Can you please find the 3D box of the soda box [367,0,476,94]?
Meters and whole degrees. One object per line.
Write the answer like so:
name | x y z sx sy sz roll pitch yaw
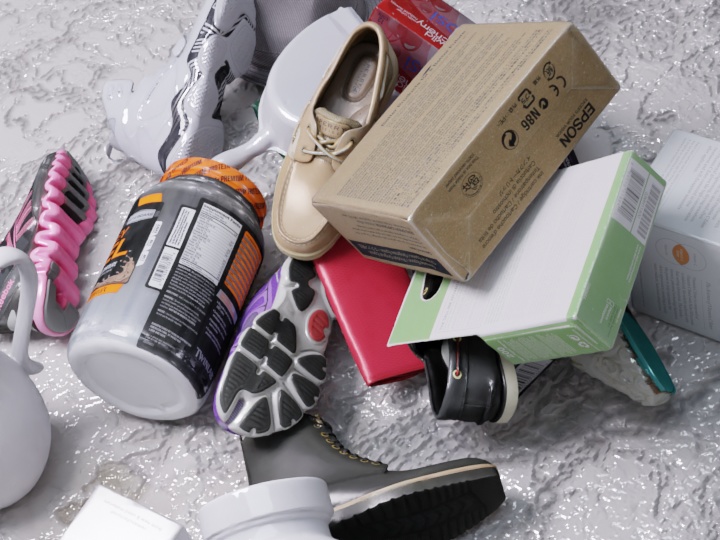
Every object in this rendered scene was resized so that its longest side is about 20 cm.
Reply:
soda box | 0.094 -0.162 1.391 0.199 0.064 0.070 35 43 4

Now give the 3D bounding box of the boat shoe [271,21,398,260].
boat shoe | -0.026 -0.108 1.321 0.071 0.065 0.202 16 76 10

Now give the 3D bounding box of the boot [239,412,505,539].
boot | 0.000 0.148 1.236 0.198 0.078 0.139 -16 45 1

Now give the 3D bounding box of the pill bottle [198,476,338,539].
pill bottle | -0.046 0.250 1.102 0.115 0.116 0.202 -15 69 3

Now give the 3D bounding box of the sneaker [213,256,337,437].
sneaker | -0.071 0.067 1.309 0.083 0.081 0.201 -38 16 38

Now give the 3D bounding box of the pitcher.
pitcher | -0.301 0.088 1.280 0.171 0.201 0.121 -40 53 -18

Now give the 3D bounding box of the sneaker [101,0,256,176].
sneaker | -0.173 -0.181 1.506 0.114 0.075 0.202 12 84 28

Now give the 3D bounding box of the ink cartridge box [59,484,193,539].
ink cartridge box | -0.187 0.277 1.134 0.082 0.147 0.201 20 61 28

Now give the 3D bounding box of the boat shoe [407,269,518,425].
boat shoe | 0.068 0.036 1.277 0.062 0.074 0.202 2 44 -17

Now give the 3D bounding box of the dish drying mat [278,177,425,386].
dish drying mat | 0.000 0.000 1.335 0.076 0.018 0.201 -11 66 -28

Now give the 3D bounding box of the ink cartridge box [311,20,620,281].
ink cartridge box | 0.078 -0.095 1.242 0.200 0.075 0.164 -50 24 -12

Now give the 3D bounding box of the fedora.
fedora | -0.071 -0.269 1.567 0.177 0.091 0.200 -40 53 -16

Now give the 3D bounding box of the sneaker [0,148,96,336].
sneaker | -0.297 -0.025 1.457 0.095 0.079 0.201 -13 48 20

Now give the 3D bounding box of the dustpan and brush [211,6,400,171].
dustpan and brush | -0.060 -0.133 1.421 0.199 0.057 0.140 -28 64 -18

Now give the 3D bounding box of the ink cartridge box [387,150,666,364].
ink cartridge box | 0.120 -0.003 1.199 0.199 0.048 0.146 -14 46 51

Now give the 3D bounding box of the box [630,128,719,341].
box | 0.312 -0.008 1.235 0.199 0.125 0.098 22 60 28

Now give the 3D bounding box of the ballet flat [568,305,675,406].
ballet flat | 0.186 0.041 1.281 0.071 0.072 0.201 -19 48 0

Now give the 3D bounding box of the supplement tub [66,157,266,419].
supplement tub | -0.154 0.012 1.349 0.121 0.123 0.201 7 54 20

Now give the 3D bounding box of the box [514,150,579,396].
box | 0.130 -0.020 1.299 0.143 0.036 0.201 -49 39 33

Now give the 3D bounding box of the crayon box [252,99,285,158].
crayon box | 0.008 -0.115 1.452 0.126 0.051 0.200 -34 52 -13
